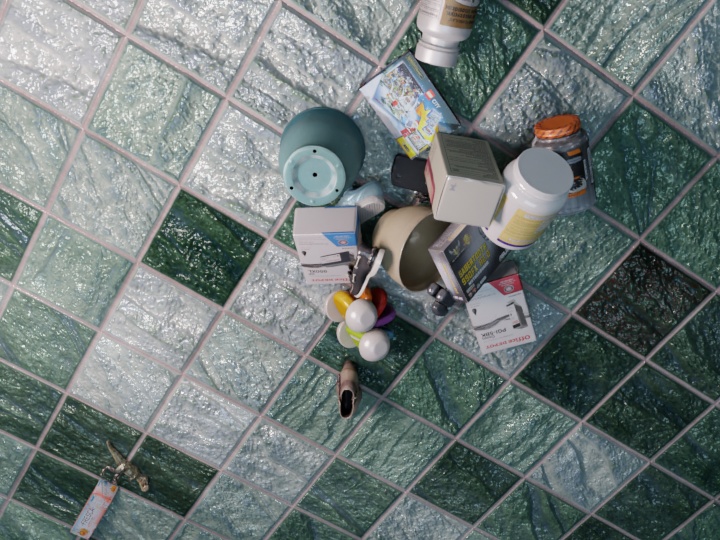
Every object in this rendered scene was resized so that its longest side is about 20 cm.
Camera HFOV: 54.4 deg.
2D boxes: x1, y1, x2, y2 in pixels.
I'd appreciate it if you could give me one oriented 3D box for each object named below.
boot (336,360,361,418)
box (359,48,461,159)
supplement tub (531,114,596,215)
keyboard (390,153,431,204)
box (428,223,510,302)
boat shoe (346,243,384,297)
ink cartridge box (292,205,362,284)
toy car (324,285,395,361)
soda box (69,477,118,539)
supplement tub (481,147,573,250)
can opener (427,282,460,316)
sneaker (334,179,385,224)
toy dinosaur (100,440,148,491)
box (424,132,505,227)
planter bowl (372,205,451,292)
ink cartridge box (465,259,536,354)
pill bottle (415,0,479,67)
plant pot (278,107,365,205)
[{"bbox_3d":[-0.034,0.342,1.861,0.070,0.146,0.200,-2,118,3],"label":"boot"},{"bbox_3d":[0.111,-0.364,1.549,0.136,0.038,0.200,-32,111,18],"label":"box"},{"bbox_3d":[0.448,-0.233,1.549,0.122,0.123,0.200,-13,115,10],"label":"supplement tub"},{"bbox_3d":[0.166,-0.202,1.640,0.200,0.040,0.104,14,95,-3],"label":"keyboard"},{"bbox_3d":[0.258,-0.050,1.617,0.048,0.200,0.159,11,139,48],"label":"box"},{"bbox_3d":[0.000,0.000,1.597,0.060,0.074,0.200,23,154,-4],"label":"boat shoe"},{"bbox_3d":[-0.070,-0.056,1.649,0.144,0.084,0.200,-2,145,6],"label":"ink cartridge box"},{"bbox_3d":[0.016,0.118,1.755,0.150,0.175,0.200,-33,116,-21],"label":"toy car"},{"bbox_3d":[-0.818,0.734,2.155,0.064,0.068,0.200,30,114,-11],"label":"soda box"},{"bbox_3d":[0.353,-0.151,1.498,0.145,0.146,0.200,16,147,-5],"label":"supplement tub"},{"bbox_3d":[0.196,0.079,1.696,0.053,0.200,0.067,36,93,21],"label":"can opener"},{"bbox_3d":[-0.024,-0.152,1.660,0.200,0.082,0.074,-21,149,32],"label":"sneaker"},{"bbox_3d":[-0.717,0.593,2.091,0.088,0.047,0.200,-35,110,3],"label":"toy dinosaur"},{"bbox_3d":[0.219,-0.197,1.509,0.128,0.200,0.109,9,127,-8],"label":"box"},{"bbox_3d":[0.112,-0.066,1.626,0.135,0.200,0.201,29,126,39],"label":"planter bowl"},{"bbox_3d":[0.343,0.094,1.746,0.147,0.083,0.200,-17,114,11],"label":"ink cartridge box"},{"bbox_3d":[0.176,-0.523,1.420,0.114,0.114,0.200,12,118,-3],"label":"pill bottle"},{"bbox_3d":[-0.093,-0.236,1.544,0.200,0.188,0.200,2,118,3],"label":"plant pot"}]
